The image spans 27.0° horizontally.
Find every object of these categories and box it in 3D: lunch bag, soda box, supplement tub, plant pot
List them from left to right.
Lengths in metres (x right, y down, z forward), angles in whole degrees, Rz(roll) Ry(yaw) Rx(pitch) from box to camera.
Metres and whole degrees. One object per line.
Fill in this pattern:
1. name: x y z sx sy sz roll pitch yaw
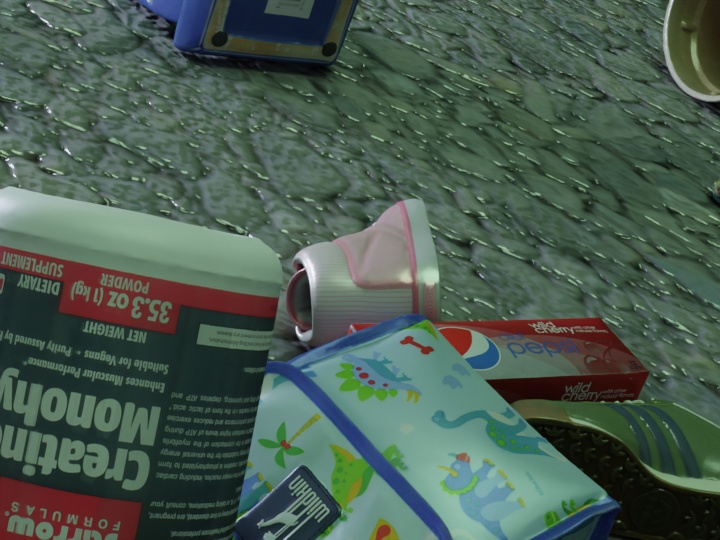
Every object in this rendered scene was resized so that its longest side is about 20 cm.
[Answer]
1. supplement tub: -0.118 0.074 0.655 0.139 0.202 0.140 11 0 0
2. plant pot: -0.094 -0.309 1.416 0.198 0.201 0.180 2 37 -29
3. lunch bag: 0.000 0.130 0.758 0.199 0.128 0.170 -20 47 -31
4. soda box: 0.082 0.075 0.951 0.198 0.071 0.064 0 33 -31
5. plant pot: 0.485 -0.272 1.727 0.182 0.202 0.201 12 26 -35

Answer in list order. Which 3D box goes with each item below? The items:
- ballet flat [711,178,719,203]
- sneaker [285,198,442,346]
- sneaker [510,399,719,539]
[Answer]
1. ballet flat: 0.426 -0.055 1.407 0.199 0.064 0.075 33 32 27
2. sneaker: 0.000 0.000 1.033 0.103 0.076 0.200 -6 14 1
3. sneaker: 0.169 0.116 0.938 0.198 0.068 0.090 20 27 -11
